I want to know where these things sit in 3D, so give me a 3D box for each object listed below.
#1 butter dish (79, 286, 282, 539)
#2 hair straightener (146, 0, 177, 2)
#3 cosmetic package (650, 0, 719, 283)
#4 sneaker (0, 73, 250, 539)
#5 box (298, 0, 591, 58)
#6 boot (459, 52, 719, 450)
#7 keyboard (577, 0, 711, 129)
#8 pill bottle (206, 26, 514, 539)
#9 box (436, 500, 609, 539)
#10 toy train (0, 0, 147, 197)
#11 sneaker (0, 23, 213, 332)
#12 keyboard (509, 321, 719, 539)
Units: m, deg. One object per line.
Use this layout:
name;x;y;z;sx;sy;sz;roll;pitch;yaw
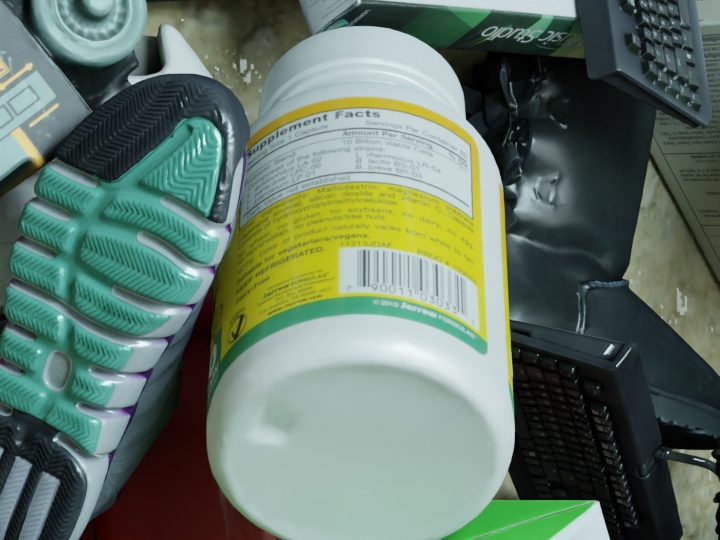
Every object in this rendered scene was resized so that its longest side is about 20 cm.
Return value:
butter dish;-0.014;0.106;1.176;0.199;0.148;0.200;-7;95;-42
hair straightener;-0.071;-0.148;1.201;0.200;0.041;0.077;-10;92;-36
cosmetic package;0.206;-0.058;1.399;0.073;0.103;0.200;-48;121;-31
sneaker;-0.090;0.013;1.075;0.200;0.074;0.088;-63;166;17
box;0.036;-0.164;1.246;0.200;0.036;0.144;-1;65;-44
boot;0.112;-0.010;1.342;0.198;0.073;0.163;21;71;-42
keyboard;0.105;-0.165;1.274;0.127;0.021;0.200;22;49;-37
pill bottle;0.000;0.000;1.092;0.113;0.113;0.200;44;29;-33
box;0.017;0.202;1.035;0.200;0.097;0.177;-30;109;-44
toy train;-0.165;-0.112;1.062;0.114;0.085;0.200;-41;99;-29
sneaker;-0.125;-0.031;1.138;0.200;0.074;0.087;-33;100;-43
keyboard;0.115;0.081;1.251;0.200;0.127;0.021;66;39;-60
